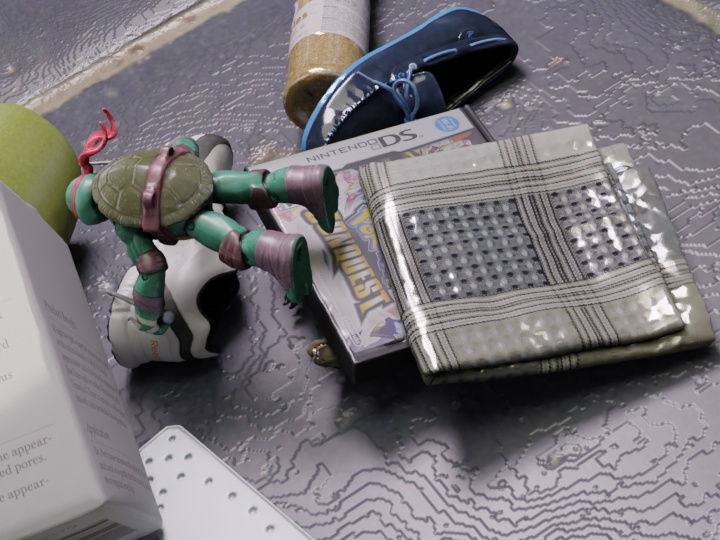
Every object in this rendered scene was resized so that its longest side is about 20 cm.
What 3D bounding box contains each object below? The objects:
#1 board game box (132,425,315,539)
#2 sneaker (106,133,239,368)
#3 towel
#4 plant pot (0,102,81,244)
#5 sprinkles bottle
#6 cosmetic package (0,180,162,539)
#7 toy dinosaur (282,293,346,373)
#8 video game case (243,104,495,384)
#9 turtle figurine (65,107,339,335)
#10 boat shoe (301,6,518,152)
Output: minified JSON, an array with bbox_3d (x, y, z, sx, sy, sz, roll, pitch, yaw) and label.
[{"bbox_3d":[-0.128,0.209,0.934,0.200,0.026,0.200,-40,47,-20],"label":"board game box"},{"bbox_3d":[-0.116,-0.014,1.123,0.079,0.074,0.201,2,56,16],"label":"sneaker"},{"bbox_3d":[0.113,-0.016,1.014,0.198,0.035,0.193,-7,47,-10],"label":"towel"},{"bbox_3d":[-0.290,-0.025,1.122,0.199,0.202,0.185,-4,35,16],"label":"plant pot"},{"bbox_3d":[-0.024,-0.199,1.266,0.068,0.069,0.201,-9,45,11],"label":"sprinkles bottle"},{"bbox_3d":[-0.235,0.081,0.906,0.164,0.165,0.201,-22,75,-1],"label":"cosmetic package"},{"bbox_3d":[0.000,0.000,1.083,0.088,0.048,0.200,17,50,24],"label":"toy dinosaur"},{"bbox_3d":[0.037,-0.025,1.061,0.179,0.026,0.201,-17,48,-17],"label":"video game case"},{"bbox_3d":[-0.121,-0.035,1.023,0.198,0.101,0.151,6,68,19],"label":"turtle figurine"},{"bbox_3d":[0.040,-0.137,1.174,0.068,0.084,0.200,30,65,35],"label":"boat shoe"}]
